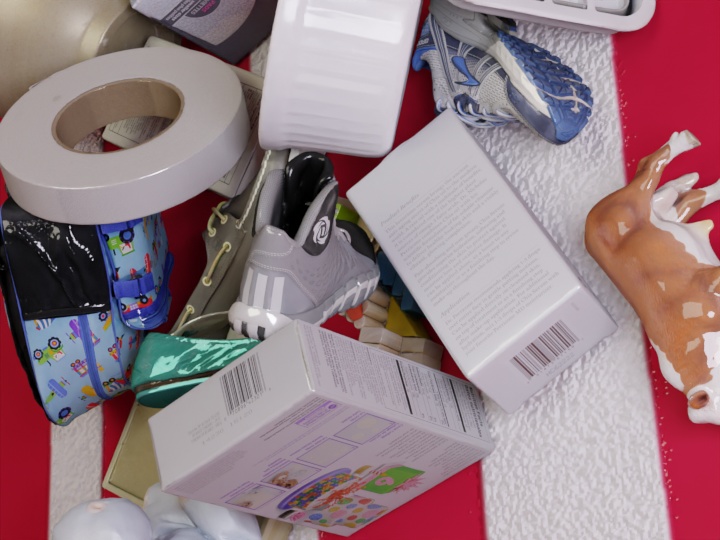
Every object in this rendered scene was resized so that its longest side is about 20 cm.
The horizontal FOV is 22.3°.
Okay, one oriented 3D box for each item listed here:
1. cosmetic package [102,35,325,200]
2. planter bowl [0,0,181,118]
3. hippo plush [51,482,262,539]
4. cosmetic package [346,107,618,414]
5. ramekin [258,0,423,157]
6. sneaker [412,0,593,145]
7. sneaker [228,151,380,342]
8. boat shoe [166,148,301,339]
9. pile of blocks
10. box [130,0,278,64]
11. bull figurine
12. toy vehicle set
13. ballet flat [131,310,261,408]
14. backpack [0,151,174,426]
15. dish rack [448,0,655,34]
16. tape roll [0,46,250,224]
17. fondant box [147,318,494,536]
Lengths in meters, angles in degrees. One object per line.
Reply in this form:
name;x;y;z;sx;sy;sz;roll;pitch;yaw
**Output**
cosmetic package;-0.120;-0.120;1.534;0.200;0.073;0.104;27;91;45
planter bowl;-0.244;-0.207;1.617;0.134;0.200;0.201;27;91;27
hippo plush;-0.149;0.240;1.320;0.159;0.160;0.200;-53;56;34
cosmetic package;0.083;-0.009;1.287;0.101;0.071;0.200;-39;50;8
ramekin;-0.008;-0.178;1.345;0.097;0.201;0.201;12;77;1
sneaker;0.100;-0.134;1.350;0.085;0.077;0.200;-60;36;19
sneaker;-0.027;-0.031;1.259;0.075;0.200;0.116;13;111;12
boat shoe;-0.097;-0.016;1.427;0.072;0.060;0.202;-71;2;-65
pile of blocks;0.000;0.000;1.379;0.082;0.062;0.200;-51;47;13
box;-0.097;-0.294;1.545;0.200;0.132;0.115;-40;50;23
bull figurine;0.217;0.005;1.177;0.121;0.065;0.200;-45;50;14
toy vehicle set;-0.117;0.145;1.449;0.200;0.026;0.125;18;85;45
ballet flat;-0.082;0.061;1.387;0.199;0.067;0.071;-5;69;17
backpack;-0.221;0.018;1.497;0.134;0.201;0.183;-9;17;2
dish rack;0.123;-0.260;1.325;0.044;0.171;0.201;130;144;-60
tape roll;-0.186;-0.108;1.429;0.202;0.037;0.203;-8;36;6
fondant box;-0.025;0.113;1.254;0.144;0.200;0.058;-34;54;27
